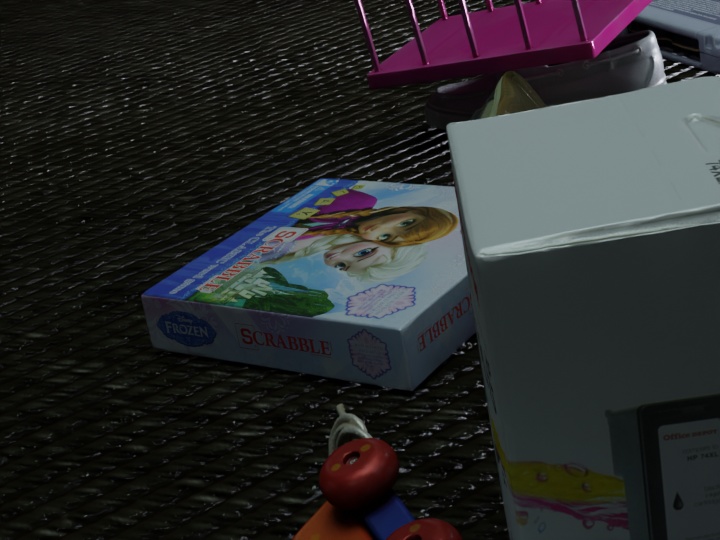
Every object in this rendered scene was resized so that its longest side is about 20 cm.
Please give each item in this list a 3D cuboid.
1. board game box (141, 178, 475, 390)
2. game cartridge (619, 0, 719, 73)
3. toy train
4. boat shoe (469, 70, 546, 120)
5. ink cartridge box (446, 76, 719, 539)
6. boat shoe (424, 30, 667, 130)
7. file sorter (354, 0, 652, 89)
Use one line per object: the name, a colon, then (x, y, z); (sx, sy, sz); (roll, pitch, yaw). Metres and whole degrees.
board game box: (0.000, 0.000, 0.923); (0.198, 0.042, 0.200); (6, 28, 34)
game cartridge: (0.323, -0.223, 1.311); (0.132, 0.041, 0.200); (-21, 25, -14)
toy train: (-0.024, 0.128, 0.599); (0.115, 0.085, 0.200); (-29, 26, -8)
boat shoe: (0.103, -0.092, 1.058); (0.066, 0.072, 0.201); (-39, 6, 18)
ink cartridge box: (0.120, 0.045, 0.555); (0.144, 0.202, 0.147); (-9, 22, 3)
boat shoe: (0.146, -0.157, 1.189); (0.198, 0.069, 0.072); (-3, 24, 20)
file sorter: (0.104, -0.236, 1.145); (0.198, 0.127, 0.139); (-3, 25, 34)
